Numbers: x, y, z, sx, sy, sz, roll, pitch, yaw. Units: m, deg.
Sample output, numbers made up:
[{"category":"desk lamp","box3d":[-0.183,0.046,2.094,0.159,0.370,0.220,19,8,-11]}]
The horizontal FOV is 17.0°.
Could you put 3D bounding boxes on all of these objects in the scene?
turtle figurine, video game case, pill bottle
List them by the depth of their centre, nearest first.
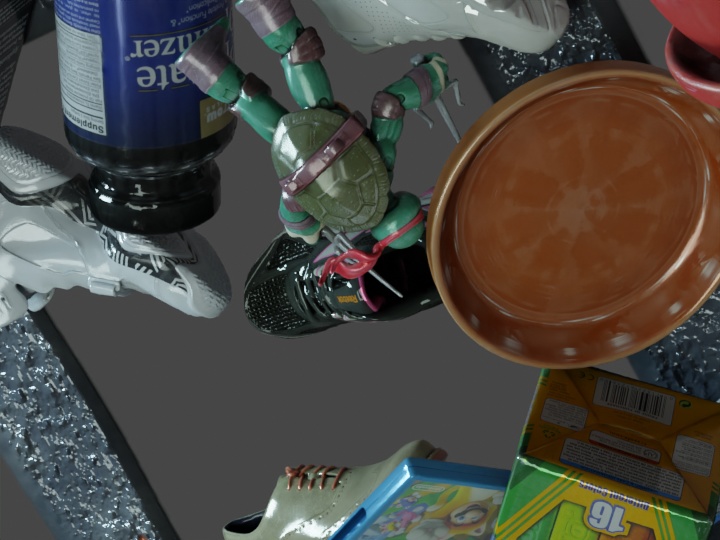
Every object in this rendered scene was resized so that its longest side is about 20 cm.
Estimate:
[{"category":"turtle figurine","box3d":[-0.012,-0.078,1.420,0.150,0.101,0.200,-39,97,19]},{"category":"pill bottle","box3d":[-0.133,-0.130,1.505,0.111,0.112,0.201,10,121,19]},{"category":"video game case","box3d":[0.034,0.194,1.609,0.143,0.018,0.200,10,136,-36]}]

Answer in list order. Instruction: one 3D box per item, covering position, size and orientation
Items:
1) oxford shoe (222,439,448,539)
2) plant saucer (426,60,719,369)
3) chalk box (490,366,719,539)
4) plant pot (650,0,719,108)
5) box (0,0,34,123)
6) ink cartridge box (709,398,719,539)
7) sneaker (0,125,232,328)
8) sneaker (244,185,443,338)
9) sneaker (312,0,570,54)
[{"category":"oxford shoe","box3d":[-0.023,0.161,1.644,0.200,0.070,0.075,-39,90,33]},{"category":"plant saucer","box3d":[0.134,-0.034,1.432,0.199,0.032,0.201,-8,121,-13]},{"category":"chalk box","box3d":[0.140,0.178,1.490,0.124,0.124,0.201,16,122,6]},{"category":"plant pot","box3d":[0.228,-0.197,1.259,0.200,0.201,0.183,-9,121,28]},{"category":"box","box3d":[-0.339,-0.143,1.583,0.199,0.124,0.197,27,123,8]},{"category":"ink cartridge box","box3d":[0.237,0.142,1.533,0.099,0.039,0.200,41,125,-1]},{"category":"sneaker","box3d":[-0.186,-0.001,1.608,0.199,0.075,0.115,33,109,9]},{"category":"sneaker","box3d":[0.000,0.000,1.532,0.199,0.086,0.081,-23,104,33]},{"category":"sneaker","box3d":[0.032,-0.168,1.442,0.199,0.078,0.100,26,133,18]}]
